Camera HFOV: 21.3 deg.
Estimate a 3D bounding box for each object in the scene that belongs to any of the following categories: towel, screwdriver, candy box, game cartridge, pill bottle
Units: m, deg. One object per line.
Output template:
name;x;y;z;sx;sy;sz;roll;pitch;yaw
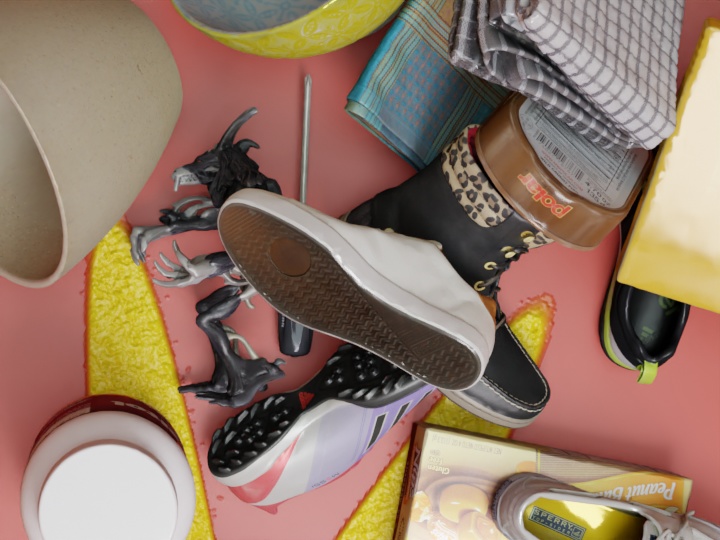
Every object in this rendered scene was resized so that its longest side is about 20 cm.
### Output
towel;0.139;-0.188;1.253;0.166;0.086;0.200;31;54;-39
screwdriver;-0.041;-0.038;1.350;0.028;0.029;0.200;3;96;-8
candy box;0.127;0.184;1.369;0.200;0.055;0.116;12;90;-9
towel;0.085;-0.159;1.334;0.147;0.022;0.200;37;86;-43
game cartridge;0.283;-0.058;1.268;0.176;0.032;0.200;18;113;1
pill bottle;-0.166;0.145;1.256;0.113;0.200;0.113;0;92;-8

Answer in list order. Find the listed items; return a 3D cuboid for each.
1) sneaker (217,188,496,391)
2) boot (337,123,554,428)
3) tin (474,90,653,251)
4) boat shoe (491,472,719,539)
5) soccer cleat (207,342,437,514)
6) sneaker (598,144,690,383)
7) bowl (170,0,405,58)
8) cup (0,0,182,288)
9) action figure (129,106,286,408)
sneaker;0.000;0.000;1.257;0.200;0.085;0.073;33;130;-6
boot;0.088;0.004;1.314;0.200;0.073;0.151;49;129;-1
tin;0.142;-0.081;1.290;0.112;0.200;0.042;47;118;-4
boat shoe;0.193;0.190;1.307;0.202;0.086;0.075;23;88;-9
soccer cleat;-0.009;0.102;1.323;0.200;0.068;0.073;-31;129;13
sneaker;0.220;-0.019;1.362;0.072;0.083;0.200;6;91;-8
bowl;-0.024;-0.218;1.300;0.200;0.200;0.108;-54;139;-3
cup;-0.204;-0.110;1.264;0.143;0.200;0.200;-35;96;-31
action figure;-0.102;-0.010;1.305;0.102;0.119;0.200;-4;98;-13
